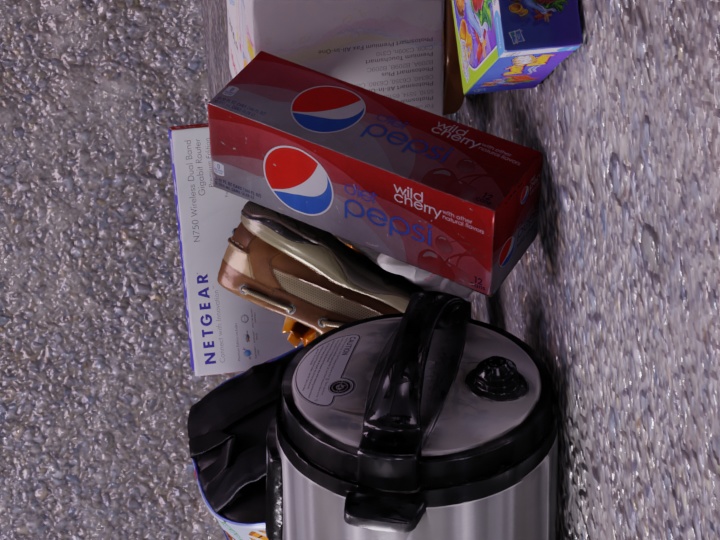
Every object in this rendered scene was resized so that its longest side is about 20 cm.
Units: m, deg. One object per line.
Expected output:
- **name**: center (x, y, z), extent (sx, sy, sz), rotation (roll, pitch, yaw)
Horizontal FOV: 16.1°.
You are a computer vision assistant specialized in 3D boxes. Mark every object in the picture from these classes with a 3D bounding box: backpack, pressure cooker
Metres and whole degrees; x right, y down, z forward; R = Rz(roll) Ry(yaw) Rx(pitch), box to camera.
- **backpack**: center (-0.031, 0.142, 1.956), extent (0.201, 0.189, 0.155), rotation (-105, 0, -48)
- **pressure cooker**: center (0.035, 0.116, 1.533), extent (0.176, 0.178, 0.201), rotation (42, 142, 48)

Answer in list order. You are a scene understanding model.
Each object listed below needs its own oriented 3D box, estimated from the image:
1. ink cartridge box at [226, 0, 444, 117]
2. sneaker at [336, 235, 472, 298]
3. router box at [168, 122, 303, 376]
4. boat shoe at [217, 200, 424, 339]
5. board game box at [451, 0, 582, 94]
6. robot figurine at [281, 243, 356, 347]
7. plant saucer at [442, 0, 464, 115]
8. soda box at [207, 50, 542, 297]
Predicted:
- **ink cartridge box**: center (-0.019, -0.171, 1.628), extent (0.129, 0.124, 0.201), rotation (-108, 15, -55)
- **sneaker**: center (0.004, -0.061, 1.698), extent (0.200, 0.099, 0.078), rotation (45, 111, 43)
- **router box**: center (-0.057, -0.024, 2.053), extent (0.049, 0.178, 0.202), rotation (-142, 46, -80)
- **boat shoe**: center (-0.005, 0.029, 1.682), extent (0.074, 0.199, 0.076), rotation (-57, 6, 8)
- **board game box**: center (0.077, -0.209, 1.422), extent (0.134, 0.044, 0.202), rotation (138, 125, -80)
- **robot figurine**: center (0.000, 0.000, 1.855), extent (0.146, 0.058, 0.200), rotation (-62, 6, -30)
- **plant saucer**: center (0.051, -0.203, 1.671), extent (0.200, 0.032, 0.202), rotation (173, 90, -83)
- **soda box**: center (0.008, -0.060, 1.522), extent (0.063, 0.199, 0.070), rotation (-48, -29, -40)
